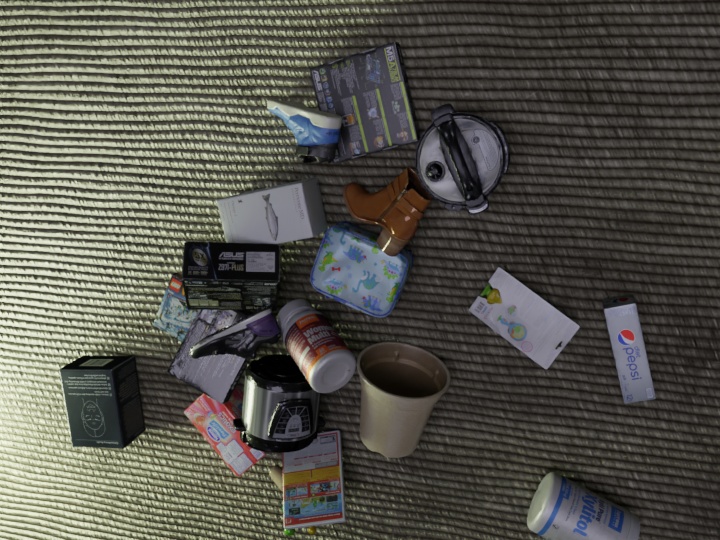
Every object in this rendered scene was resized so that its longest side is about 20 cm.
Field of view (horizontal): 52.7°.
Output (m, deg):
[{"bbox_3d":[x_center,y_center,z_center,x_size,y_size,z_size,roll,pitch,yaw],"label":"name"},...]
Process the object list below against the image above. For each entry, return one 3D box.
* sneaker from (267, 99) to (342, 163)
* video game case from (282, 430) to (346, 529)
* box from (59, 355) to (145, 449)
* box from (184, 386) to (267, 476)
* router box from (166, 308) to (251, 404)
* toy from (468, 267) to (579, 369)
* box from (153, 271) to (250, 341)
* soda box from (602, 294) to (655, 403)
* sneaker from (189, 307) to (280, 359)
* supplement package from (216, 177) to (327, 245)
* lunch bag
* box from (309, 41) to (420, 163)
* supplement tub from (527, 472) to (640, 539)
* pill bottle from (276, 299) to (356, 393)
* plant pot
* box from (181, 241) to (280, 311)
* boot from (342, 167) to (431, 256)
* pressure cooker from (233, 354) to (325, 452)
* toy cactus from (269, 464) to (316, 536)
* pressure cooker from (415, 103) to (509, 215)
[{"bbox_3d":[-0.124,-0.281,1.496,0.198,0.076,0.113,24,114,32],"label":"sneaker"},{"bbox_3d":[-0.107,0.470,1.640,0.141,0.018,0.202,-10,59,9],"label":"video game case"},{"bbox_3d":[-0.625,0.318,1.771,0.146,0.107,0.203,-1,102,14],"label":"box"},{"bbox_3d":[-0.300,0.362,1.700,0.102,0.095,0.200,-41,90,19],"label":"box"},{"bbox_3d":[-0.318,0.172,1.619,0.148,0.051,0.202,28,91,7],"label":"router box"},{"bbox_3d":[0.336,0.094,1.497,0.199,0.047,0.116,36,112,8],"label":"toy"},{"bbox_3d":[-0.370,0.110,1.690,0.198,0.040,0.138,28,107,7],"label":"box"},{"bbox_3d":[0.533,0.156,1.446,0.063,0.068,0.203,-12,99,18],"label":"soda box"},{"bbox_3d":[-0.266,0.159,1.554,0.198,0.076,0.089,-25,92,2],"label":"sneaker"},{"bbox_3d":[-0.185,-0.118,1.548,0.197,0.117,0.119,-10,99,16],"label":"supplement package"},{"bbox_3d":[0.000,0.000,1.545,0.198,0.082,0.163,23,106,9],"label":"lunch bag"},{"bbox_3d":[0.009,-0.339,1.484,0.190,0.048,0.203,-13,99,16],"label":"box"},{"bbox_3d":[0.462,0.524,1.518,0.198,0.132,0.133,25,108,8],"label":"supplement tub"},{"bbox_3d":[-0.099,0.156,1.547,0.110,0.109,0.200,-58,45,19],"label":"pill bottle"},{"bbox_3d":[0.076,0.284,1.548,0.198,0.201,0.186,15,118,11],"label":"plant pot"},{"bbox_3d":[-0.270,0.015,1.538,0.197,0.164,0.087,1,65,-8],"label":"box"},{"bbox_3d":[0.052,-0.148,1.458,0.201,0.076,0.156,58,134,31],"label":"boot"},{"bbox_3d":[-0.173,0.307,1.608,0.174,0.178,0.203,14,106,22],"label":"pressure cooker"},{"bbox_3d":[-0.141,0.516,1.709,0.164,0.102,0.202,35,112,25],"label":"toy cactus"},{"bbox_3d":[0.191,-0.208,1.381,0.174,0.200,0.181,26,104,6],"label":"pressure cooker"}]
